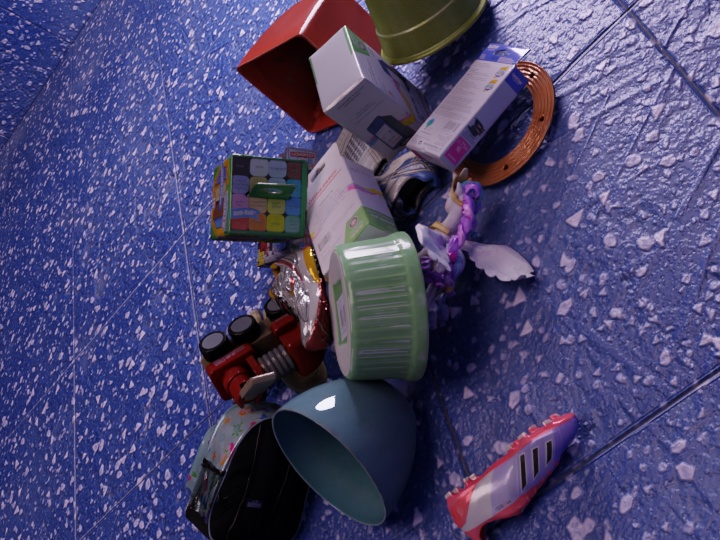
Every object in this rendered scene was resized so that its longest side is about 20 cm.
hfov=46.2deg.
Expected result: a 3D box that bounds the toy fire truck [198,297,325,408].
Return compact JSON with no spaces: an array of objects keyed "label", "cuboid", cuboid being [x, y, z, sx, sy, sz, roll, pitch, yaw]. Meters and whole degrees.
[{"label":"toy fire truck","cuboid":[-0.132,0.133,1.237,0.176,0.129,0.200,-30,36,-12]}]

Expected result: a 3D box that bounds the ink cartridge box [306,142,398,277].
[{"label":"ink cartridge box","cuboid":[-0.023,-0.088,1.287,0.117,0.067,0.200,-48,41,28]}]

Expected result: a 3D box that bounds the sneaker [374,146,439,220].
[{"label":"sneaker","cuboid":[0.046,-0.111,1.335,0.200,0.077,0.085,-42,47,28]}]

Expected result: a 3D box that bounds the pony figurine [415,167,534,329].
[{"label":"pony figurine","cuboid":[0.120,-0.018,1.152,0.200,0.166,0.193,-62,27,30]}]

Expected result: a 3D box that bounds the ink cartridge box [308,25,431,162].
[{"label":"ink cartridge box","cuboid":[0.026,-0.267,1.336,0.087,0.200,0.146,-37,45,23]}]

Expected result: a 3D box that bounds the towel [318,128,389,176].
[{"label":"towel","cuboid":[-0.037,-0.154,1.461,0.200,0.034,0.193,-58,33,20]}]

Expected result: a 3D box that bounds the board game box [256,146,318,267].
[{"label":"board game box","cuboid":[-0.126,-0.110,1.507,0.200,0.062,0.200,170,105,-67]}]

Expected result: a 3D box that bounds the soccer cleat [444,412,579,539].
[{"label":"soccer cleat","cuboid":[0.187,0.243,0.992,0.200,0.067,0.077,-43,74,19]}]

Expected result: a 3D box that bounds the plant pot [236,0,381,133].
[{"label":"plant pot","cuboid":[-0.069,-0.400,1.545,0.200,0.200,0.177,-10,52,48]}]

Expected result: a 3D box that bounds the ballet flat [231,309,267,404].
[{"label":"ballet flat","cuboid":[-0.182,0.153,1.408,0.066,0.057,0.200,-120,31,-52]}]

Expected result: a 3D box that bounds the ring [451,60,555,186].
[{"label":"ring","cuboid":[0.205,-0.214,1.242,0.200,0.019,0.201,-26,53,41]}]

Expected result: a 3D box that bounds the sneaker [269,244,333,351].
[{"label":"sneaker","cuboid":[-0.087,0.048,1.235,0.082,0.078,0.200,-18,38,1]}]

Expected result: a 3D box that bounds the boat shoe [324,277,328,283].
[{"label":"boat shoe","cuboid":[0.000,0.000,1.329,0.200,0.070,0.070,16,87,53]}]

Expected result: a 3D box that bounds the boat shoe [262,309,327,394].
[{"label":"boat shoe","cuboid":[-0.114,0.126,1.387,0.073,0.063,0.201,-26,37,-5]}]

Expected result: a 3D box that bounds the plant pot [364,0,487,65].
[{"label":"plant pot","cuboid":[0.070,-0.465,1.348,0.200,0.190,0.200,-27,34,20]}]

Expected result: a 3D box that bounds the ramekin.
[{"label":"ramekin","cuboid":[0.018,0.052,1.120,0.200,0.097,0.201,175,90,-80]}]

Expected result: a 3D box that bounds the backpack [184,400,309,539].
[{"label":"backpack","cuboid":[-0.158,0.297,1.272,0.150,0.177,0.200,26,98,50]}]

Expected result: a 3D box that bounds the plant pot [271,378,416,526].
[{"label":"plant pot","cuboid":[-0.001,0.222,1.140,0.135,0.200,0.200,-41,26,-30]}]

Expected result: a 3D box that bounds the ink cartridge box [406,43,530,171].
[{"label":"ink cartridge box","cuboid":[0.162,-0.238,1.223,0.200,0.042,0.119,-52,26,1]}]

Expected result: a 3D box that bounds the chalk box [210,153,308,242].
[{"label":"chalk box","cuboid":[-0.155,-0.109,1.321,0.200,0.125,0.124,179,94,-71]}]
